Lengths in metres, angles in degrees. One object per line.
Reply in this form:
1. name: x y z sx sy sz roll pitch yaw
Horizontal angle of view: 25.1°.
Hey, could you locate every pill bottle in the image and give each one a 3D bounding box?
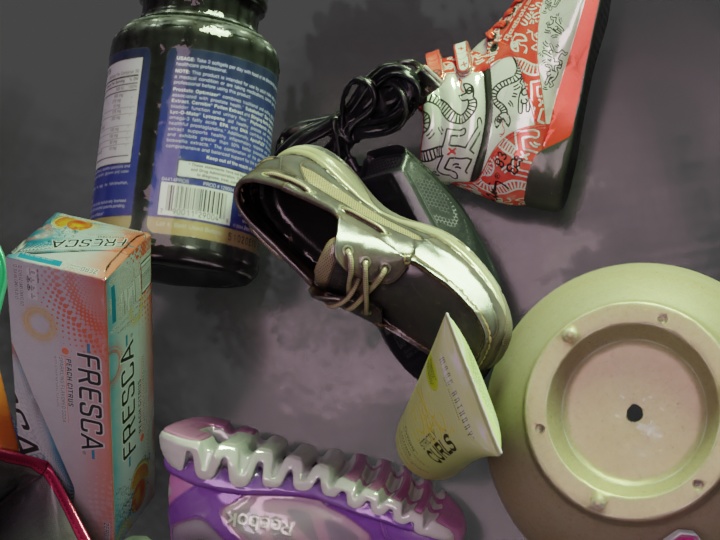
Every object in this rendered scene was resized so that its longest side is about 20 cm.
1. pill bottle: -0.110 -0.096 1.038 0.111 0.112 0.202 4 81 14

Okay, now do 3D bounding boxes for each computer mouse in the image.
1. computer mouse: 0.036 -0.022 1.003 0.138 0.053 0.201 -30 83 43

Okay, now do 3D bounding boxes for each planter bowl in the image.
1. planter bowl: 0.161 0.085 0.929 0.199 0.135 0.202 -2 79 12

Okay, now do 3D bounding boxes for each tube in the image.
1. tube: 0.051 0.080 0.909 0.058 0.200 0.052 28 76 3

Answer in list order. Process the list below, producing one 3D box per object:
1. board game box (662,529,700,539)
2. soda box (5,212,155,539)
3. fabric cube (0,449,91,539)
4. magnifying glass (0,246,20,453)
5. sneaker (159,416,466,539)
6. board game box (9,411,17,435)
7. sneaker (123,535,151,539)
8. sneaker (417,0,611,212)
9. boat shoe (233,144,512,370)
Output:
1. board game box: 0.152 0.273 0.888 0.199 0.026 0.200 -36 109 0
2. soda box: -0.170 0.070 0.993 0.068 0.064 0.201 12 120 15
3. fabric cube: -0.254 0.228 0.884 0.199 0.200 0.197 -37 66 10
4. magnifying glass: -0.253 0.034 1.048 0.022 0.079 0.201 -37 56 26
5. sneaker: -0.035 0.155 0.998 0.199 0.080 0.089 13 96 12
6. board game box: -0.290 0.062 1.007 0.045 0.200 0.153 -31 75 6
7. sneaker: -0.071 0.202 0.949 0.085 0.200 0.074 -48 38 -10
8. sneaker: 0.096 -0.144 1.020 0.107 0.067 0.203 12 86 13
9. boat shoe: 0.000 0.000 0.956 0.200 0.073 0.075 36 125 28
